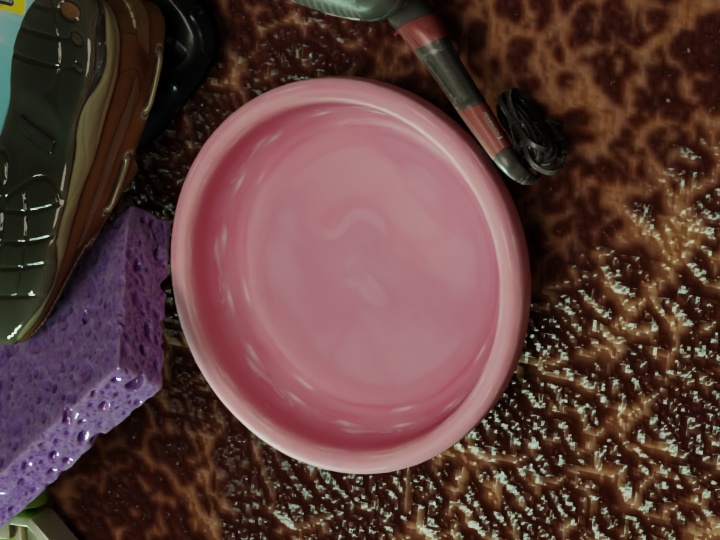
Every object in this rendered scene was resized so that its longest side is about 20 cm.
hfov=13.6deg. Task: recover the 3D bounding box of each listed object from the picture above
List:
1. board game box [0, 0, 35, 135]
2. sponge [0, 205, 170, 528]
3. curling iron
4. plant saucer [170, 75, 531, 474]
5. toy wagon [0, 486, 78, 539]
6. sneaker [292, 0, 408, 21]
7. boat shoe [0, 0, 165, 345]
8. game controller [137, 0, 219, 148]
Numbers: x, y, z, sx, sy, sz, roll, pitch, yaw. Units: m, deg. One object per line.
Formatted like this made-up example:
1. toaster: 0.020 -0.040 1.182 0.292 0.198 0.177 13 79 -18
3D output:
1. board game box: -0.242 -0.136 1.546 0.150 0.047 0.201 16 113 -5
2. sponge: -0.170 0.063 1.585 0.200 0.030 0.112 -41 36 36
3. curling iron: 0.034 -0.118 1.489 0.026 0.049 0.200 -47 72 26
4. plant saucer: 0.000 0.000 1.524 0.200 0.051 0.202 6 104 28
5. toy wagon: -0.233 0.188 1.694 0.199 0.040 0.156 5 102 28
6. sneaker: -0.063 -0.178 1.478 0.200 0.090 0.067 38 116 28
7. boat shoe: -0.146 -0.052 1.542 0.076 0.074 0.201 41 123 32
8. game controller: -0.159 -0.158 1.588 0.200 0.042 0.104 49 132 11
